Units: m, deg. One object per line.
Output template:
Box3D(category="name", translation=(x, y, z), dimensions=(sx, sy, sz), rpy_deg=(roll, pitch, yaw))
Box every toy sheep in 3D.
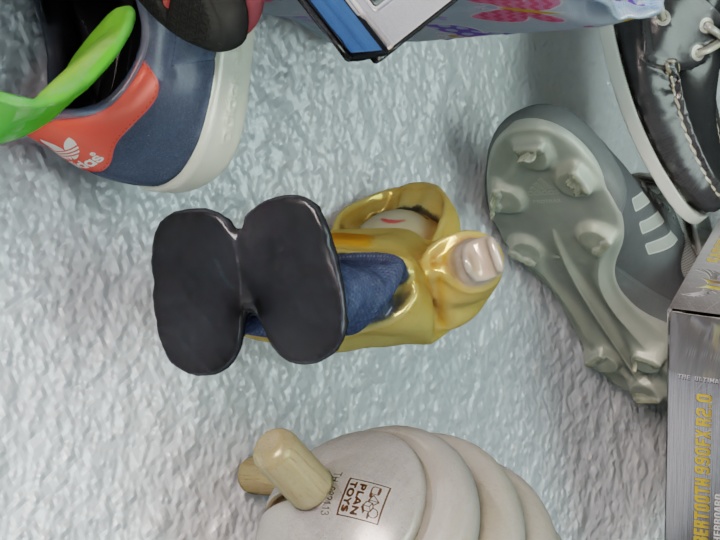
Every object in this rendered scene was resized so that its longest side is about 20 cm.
Box3D(category="toy sheep", translation=(0.015, 0.122, 0.738), dimensions=(0.200, 0.137, 0.139), rpy_deg=(44, 58, -40))

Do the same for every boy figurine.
Box3D(category="boy figurine", translation=(0.000, 0.000, 0.734), dimensions=(0.200, 0.123, 0.065), rpy_deg=(-14, 96, -68))

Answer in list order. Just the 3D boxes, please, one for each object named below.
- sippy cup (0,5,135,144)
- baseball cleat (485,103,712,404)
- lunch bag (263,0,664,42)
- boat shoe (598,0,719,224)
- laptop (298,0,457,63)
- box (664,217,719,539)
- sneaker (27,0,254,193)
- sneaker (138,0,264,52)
Box3D(category="sippy cup", translation=(-0.145, -0.128, 0.556), dimensions=(0.131, 0.139, 0.179), rpy_deg=(-58, 144, -47))
Box3D(category="baseball cleat", translation=(0.116, -0.026, 0.921), dimensions=(0.201, 0.069, 0.107), rpy_deg=(61, 41, -43))
Box3D(category="lunch bag", translation=(0.024, -0.194, 0.720), dimensions=(0.127, 0.169, 0.202), rpy_deg=(12, 84, -46))
Box3D(category="boat shoe", translation=(0.144, -0.124, 0.904), dimensions=(0.074, 0.060, 0.202), rpy_deg=(7, 66, -66))
Box3D(category="laptop", translation=(-0.014, -0.164, 0.533), dimensions=(0.200, 0.116, 0.188), rpy_deg=(-40, 93, -27))
Box3D(category="box", translation=(0.198, 0.049, 0.965), dimensions=(0.200, 0.048, 0.160), rpy_deg=(-48, 140, -55))
Box3D(category="sneaker", translation=(-0.080, -0.131, 0.671), dimensions=(0.084, 0.075, 0.202), rpy_deg=(9, 79, -42))
Box3D(category="sneaker", translation=(-0.050, -0.169, 0.622), dimensions=(0.086, 0.074, 0.202), rpy_deg=(-12, 74, -18))
